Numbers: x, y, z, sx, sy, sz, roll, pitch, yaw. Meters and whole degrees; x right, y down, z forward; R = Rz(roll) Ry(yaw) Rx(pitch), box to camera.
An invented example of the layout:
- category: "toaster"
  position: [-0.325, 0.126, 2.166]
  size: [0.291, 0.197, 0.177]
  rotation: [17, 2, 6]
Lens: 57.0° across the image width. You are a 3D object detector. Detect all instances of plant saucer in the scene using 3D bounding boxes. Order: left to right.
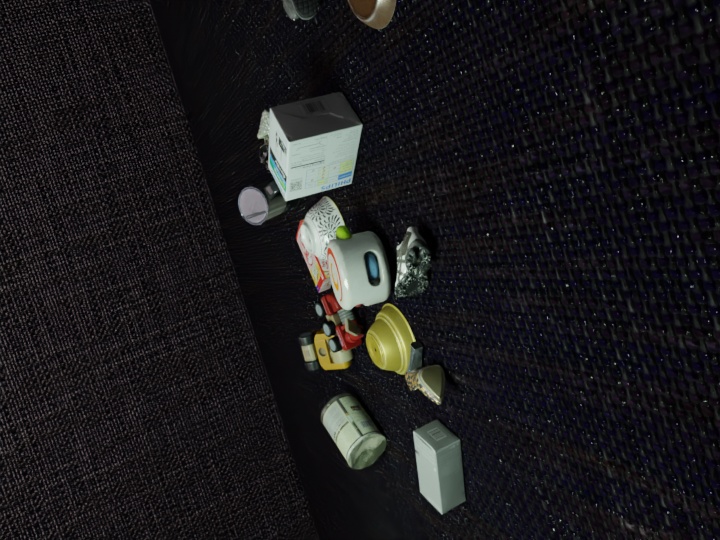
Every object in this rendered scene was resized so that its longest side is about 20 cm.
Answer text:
- category: "plant saucer"
  position: [0.009, -0.580, 1.310]
  size: [0.201, 0.034, 0.203]
  rotation: [53, 153, 41]

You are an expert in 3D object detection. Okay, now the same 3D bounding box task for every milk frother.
- category: "milk frother"
  position: [-0.301, -0.273, 2.079]
  size: [0.199, 0.188, 0.182]
  rotation: [39, 121, 12]

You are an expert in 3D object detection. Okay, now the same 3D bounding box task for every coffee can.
- category: "coffee can"
  position: [-0.025, 0.523, 2.170]
  size: [0.200, 0.144, 0.149]
  rotation: [47, 149, 46]

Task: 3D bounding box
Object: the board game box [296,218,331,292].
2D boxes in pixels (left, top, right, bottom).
- category: "board game box"
  position: [-0.142, -0.048, 2.104]
  size: [0.152, 0.046, 0.203]
  rotation: [120, 129, -69]

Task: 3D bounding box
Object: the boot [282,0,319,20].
- category: "boot"
  position: [-0.151, -0.658, 1.615]
  size: [0.132, 0.068, 0.203]
  rotation: [111, 146, -64]

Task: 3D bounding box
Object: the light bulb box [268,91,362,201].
- category: "light bulb box"
  position: [-0.116, -0.302, 1.628]
  size: [0.126, 0.195, 0.201]
  rotation: [60, 155, 29]

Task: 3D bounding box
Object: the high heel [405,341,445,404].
- category: "high heel"
  position: [0.160, 0.288, 1.609]
  size: [0.201, 0.070, 0.145]
  rotation: [-114, 20, -53]

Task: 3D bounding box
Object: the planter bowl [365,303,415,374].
- category: "planter bowl"
  position: [0.069, 0.196, 1.749]
  size: [0.201, 0.082, 0.203]
  rotation: [52, 152, 42]

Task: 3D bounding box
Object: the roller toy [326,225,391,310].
- category: "roller toy"
  position: [0.000, 0.000, 1.677]
  size: [0.202, 0.137, 0.184]
  rotation: [91, 162, -46]

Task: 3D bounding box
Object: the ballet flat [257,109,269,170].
- category: "ballet flat"
  position: [-0.301, -0.422, 2.172]
  size: [0.072, 0.071, 0.204]
  rotation: [20, 125, 63]

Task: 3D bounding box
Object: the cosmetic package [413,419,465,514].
- category: "cosmetic package"
  position: [0.200, 0.496, 1.675]
  size: [0.106, 0.089, 0.204]
  rotation: [29, 131, 56]

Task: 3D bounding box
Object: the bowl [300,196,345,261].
- category: "bowl"
  position: [-0.117, -0.106, 1.941]
  size: [0.201, 0.093, 0.203]
  rotation: [50, 150, 42]

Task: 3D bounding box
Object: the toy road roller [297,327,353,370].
- category: "toy road roller"
  position: [-0.101, 0.245, 2.207]
  size: [0.197, 0.146, 0.125]
  rotation: [-7, 105, 30]

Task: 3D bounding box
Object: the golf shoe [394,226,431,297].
- category: "golf shoe"
  position: [0.115, -0.016, 1.492]
  size: [0.201, 0.076, 0.096]
  rotation: [106, 157, -53]

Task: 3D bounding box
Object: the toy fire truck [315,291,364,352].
- category: "toy fire truck"
  position: [-0.048, 0.142, 1.967]
  size: [0.199, 0.127, 0.179]
  rotation: [-34, 76, 56]
